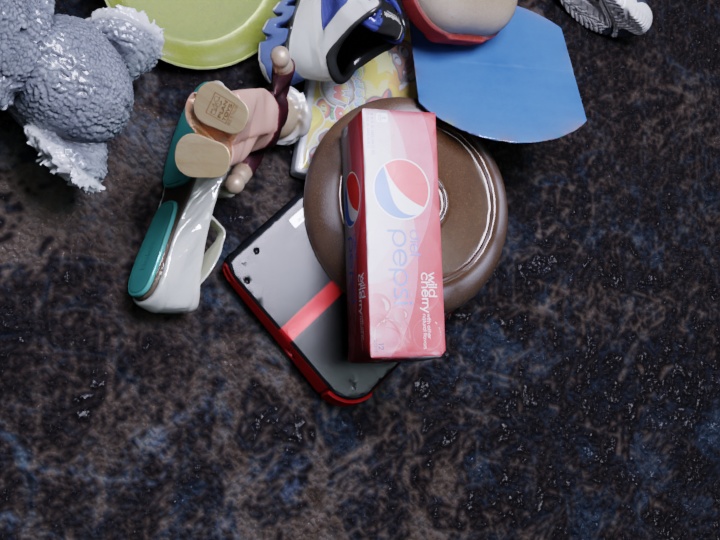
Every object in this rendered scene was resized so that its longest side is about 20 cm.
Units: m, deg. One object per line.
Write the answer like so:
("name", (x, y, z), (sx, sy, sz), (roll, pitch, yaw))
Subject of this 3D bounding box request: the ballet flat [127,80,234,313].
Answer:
("ballet flat", (-0.138, -0.057, 0.835), (0.068, 0.069, 0.203), (19, 76, -18))

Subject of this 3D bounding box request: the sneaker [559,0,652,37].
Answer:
("sneaker", (0.241, -0.346, 1.041), (0.197, 0.079, 0.131), (29, 78, -5))

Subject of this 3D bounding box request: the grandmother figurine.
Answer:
("grandmother figurine", (-0.085, -0.125, 0.805), (0.060, 0.200, 0.122), (34, 105, 3))

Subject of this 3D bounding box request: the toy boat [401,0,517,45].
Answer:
("toy boat", (0.060, -0.303, 0.922), (0.129, 0.130, 0.204), (-5, 86, -41))

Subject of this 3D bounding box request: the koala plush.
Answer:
("koala plush", (-0.256, -0.160, 0.751), (0.199, 0.183, 0.180), (32, 69, -27))

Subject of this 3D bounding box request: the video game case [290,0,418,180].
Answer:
("video game case", (0.033, -0.163, 0.946), (0.179, 0.023, 0.204), (14, 74, -20))

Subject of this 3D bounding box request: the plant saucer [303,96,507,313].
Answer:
("plant saucer", (0.048, -0.059, 0.879), (0.197, 0.032, 0.204), (3, 81, -19))

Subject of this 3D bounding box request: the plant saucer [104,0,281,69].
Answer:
("plant saucer", (-0.138, -0.278, 0.852), (0.197, 0.031, 0.204), (-12, 113, -28))

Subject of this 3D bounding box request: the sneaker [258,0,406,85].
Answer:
("sneaker", (-0.004, -0.248, 0.866), (0.080, 0.114, 0.203), (18, 89, -61))

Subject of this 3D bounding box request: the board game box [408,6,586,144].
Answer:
("board game box", (0.122, -0.179, 0.935), (0.155, 0.039, 0.202), (3, 51, -8))

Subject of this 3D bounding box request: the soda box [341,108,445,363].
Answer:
("soda box", (0.026, -0.027, 0.817), (0.069, 0.063, 0.204), (0, 82, -18))

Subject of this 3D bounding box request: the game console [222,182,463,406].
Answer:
("game console", (0.000, 0.000, 0.886), (0.200, 0.031, 0.177), (-42, 96, -19))
